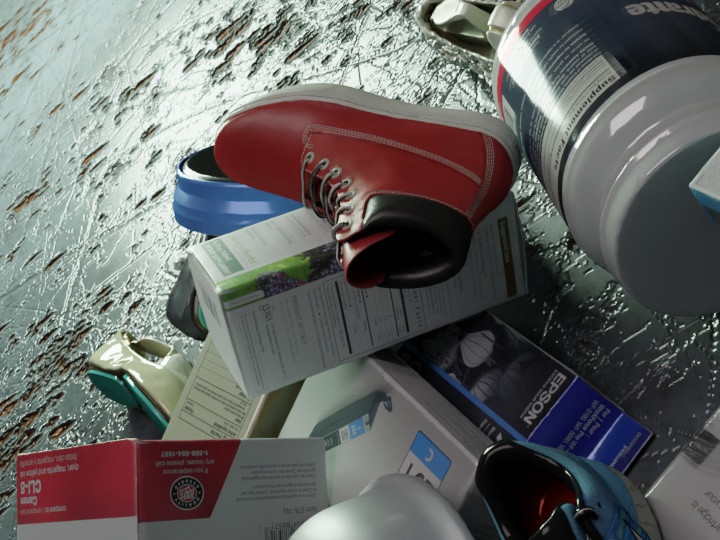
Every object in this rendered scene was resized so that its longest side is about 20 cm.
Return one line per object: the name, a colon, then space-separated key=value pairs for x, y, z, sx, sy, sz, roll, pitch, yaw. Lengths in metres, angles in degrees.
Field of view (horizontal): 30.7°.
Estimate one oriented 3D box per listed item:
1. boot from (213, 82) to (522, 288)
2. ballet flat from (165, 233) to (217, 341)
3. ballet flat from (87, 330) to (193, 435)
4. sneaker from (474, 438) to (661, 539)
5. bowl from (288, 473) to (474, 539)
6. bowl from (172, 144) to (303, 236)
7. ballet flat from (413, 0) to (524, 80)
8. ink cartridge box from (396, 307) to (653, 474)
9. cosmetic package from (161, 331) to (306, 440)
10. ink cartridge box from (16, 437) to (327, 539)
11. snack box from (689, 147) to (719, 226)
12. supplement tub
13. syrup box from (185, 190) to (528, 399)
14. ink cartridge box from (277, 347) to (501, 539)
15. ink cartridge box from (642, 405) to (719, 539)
boot: x=-0.019 y=-0.046 z=0.774 sx=0.199 sy=0.073 sz=0.144 roll=7 pitch=36 yaw=23
ballet flat: x=-0.119 y=-0.032 z=1.142 sx=0.073 sy=0.073 sz=0.201 roll=-6 pitch=59 yaw=48
ballet flat: x=-0.173 y=0.092 z=1.108 sx=0.200 sy=0.069 sz=0.070 roll=20 pitch=77 yaw=56
sneaker: x=0.103 y=0.142 z=0.552 sx=0.079 sy=0.090 sz=0.200 roll=-52 pitch=35 yaw=8
bowl: x=-0.006 y=0.211 z=0.687 sx=0.201 sy=0.090 sz=0.202 roll=-168 pitch=77 yaw=-64
bowl: x=-0.043 y=-0.072 z=0.977 sx=0.199 sy=0.040 sz=0.201 roll=-6 pitch=17 yaw=2
ballet flat: x=0.105 y=-0.177 z=0.997 sx=0.200 sy=0.072 sz=0.072 roll=24 pitch=80 yaw=55
ink cartridge box: x=0.084 y=0.088 z=0.817 sx=0.100 sy=0.039 sz=0.200 roll=-54 pitch=35 yaw=0
cosmetic package: x=-0.059 y=0.063 z=0.957 sx=0.105 sy=0.071 sz=0.201 roll=20 pitch=85 yaw=52
ink cartridge box: x=-0.113 y=0.207 z=0.799 sx=0.144 sy=0.145 sz=0.201 roll=-14 pitch=75 yaw=45
snack box: x=0.261 y=-0.086 z=0.612 sx=0.200 sy=0.037 sz=0.116 roll=-50 pitch=41 yaw=-4
supplement tub: x=0.169 y=-0.082 z=0.769 sx=0.140 sy=0.140 sz=0.200 roll=-43 pitch=36 yaw=16
syrup box: x=0.000 y=0.000 z=0.838 sx=0.199 sy=0.082 sz=0.079 roll=-20 pitch=29 yaw=-14
ink cartridge box: x=0.003 y=0.153 z=0.812 sx=0.200 sy=0.045 sz=0.177 roll=39 pitch=107 yaw=57
ink cartridge box: x=0.218 y=0.118 z=0.586 sx=0.200 sy=0.084 sz=0.146 roll=-51 pitch=34 yaw=8
